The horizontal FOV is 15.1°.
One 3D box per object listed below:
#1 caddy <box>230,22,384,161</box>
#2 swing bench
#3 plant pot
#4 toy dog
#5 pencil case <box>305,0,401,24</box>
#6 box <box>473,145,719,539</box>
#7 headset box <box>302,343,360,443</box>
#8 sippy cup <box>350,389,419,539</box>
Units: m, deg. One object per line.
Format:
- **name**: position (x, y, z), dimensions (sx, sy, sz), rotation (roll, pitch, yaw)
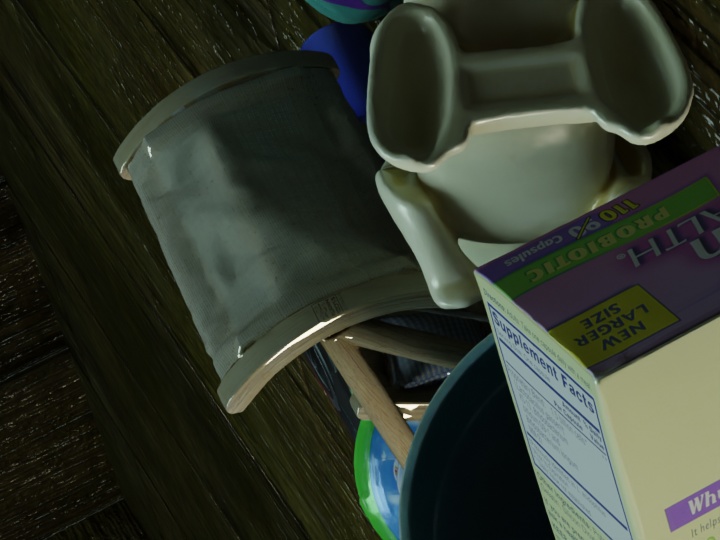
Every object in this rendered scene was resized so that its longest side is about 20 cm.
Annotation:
- **caddy**: position (-0.029, -0.059, 1.632), dimensions (0.200, 0.141, 0.105), rotation (96, 151, -69)
- **swing bench**: position (0.000, 0.000, 1.414), dimensions (0.200, 0.130, 0.199), rotation (34, -160, -43)
- **plant pot**: position (0.137, 0.133, 1.247), dimensions (0.200, 0.200, 0.188), rotation (57, -179, 28)
- **toy dog**: position (0.060, -0.068, 1.259), dimensions (0.200, 0.139, 0.195), rotation (87, 167, -60)
- **pencil case**: position (0.008, -0.191, 1.336), dimensions (0.200, 0.085, 0.093), rotation (130, 152, -76)
- **box**: position (0.159, 0.060, 1.000), dimensions (0.097, 0.175, 0.201), rotation (44, 157, 56)
- **headset box**: position (0.015, 0.052, 1.818), dimensions (0.200, 0.077, 0.149), rotation (60, 167, 24)
- **sippy cup**: position (0.083, 0.110, 1.560), dimensions (0.130, 0.177, 0.140), rotation (176, 96, -65)
